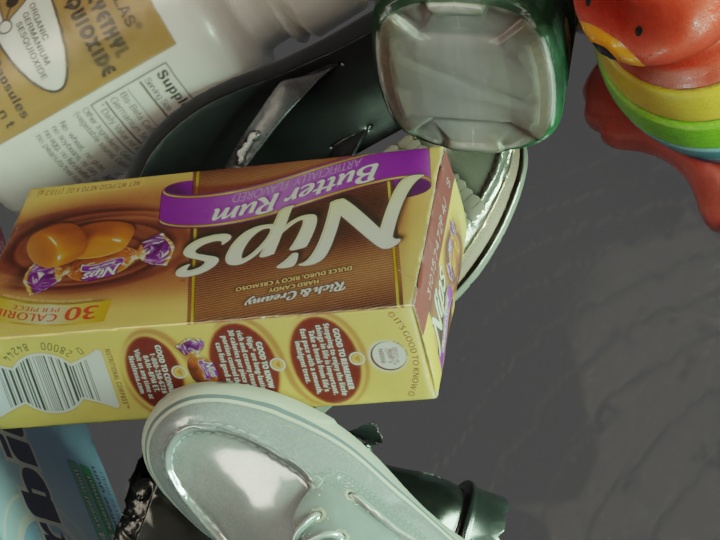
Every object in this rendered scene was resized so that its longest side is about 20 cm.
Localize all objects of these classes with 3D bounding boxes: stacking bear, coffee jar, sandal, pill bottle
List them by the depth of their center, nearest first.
[{"bbox_3d":[0.144,-0.107,1.034,0.121,0.200,0.114,42,91,24],"label":"stacking bear"},{"bbox_3d":[0.064,-0.159,1.096,0.085,0.104,0.200,4,54,12],"label":"coffee jar"},{"bbox_3d":[-0.029,-0.065,1.135,0.200,0.076,0.043,-35,35,-2],"label":"sandal"},{"bbox_3d":[-0.103,-0.119,1.172,0.200,0.114,0.115,-28,68,10],"label":"pill bottle"}]

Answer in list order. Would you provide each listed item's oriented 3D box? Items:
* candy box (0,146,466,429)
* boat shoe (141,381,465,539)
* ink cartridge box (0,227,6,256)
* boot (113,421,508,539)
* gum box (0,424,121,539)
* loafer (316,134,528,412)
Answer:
[{"bbox_3d":[-0.060,0.008,1.057,0.199,0.057,0.117,-6,36,15],"label":"candy box"},{"bbox_3d":[-0.005,0.118,0.994,0.201,0.072,0.070,35,104,-4],"label":"boat shoe"},{"bbox_3d":[-0.253,-0.039,1.155,0.084,0.200,0.145,-26,69,11],"label":"ink cartridge box"},{"bbox_3d":[-0.037,0.151,1.064,0.162,0.073,0.199,21,75,-6],"label":"boot"},{"bbox_3d":[-0.156,0.127,1.067,0.044,0.200,0.170,-29,69,11],"label":"gum box"},{"bbox_3d":[0.000,0.000,1.130,0.200,0.063,0.072,-48,64,2],"label":"loafer"}]
